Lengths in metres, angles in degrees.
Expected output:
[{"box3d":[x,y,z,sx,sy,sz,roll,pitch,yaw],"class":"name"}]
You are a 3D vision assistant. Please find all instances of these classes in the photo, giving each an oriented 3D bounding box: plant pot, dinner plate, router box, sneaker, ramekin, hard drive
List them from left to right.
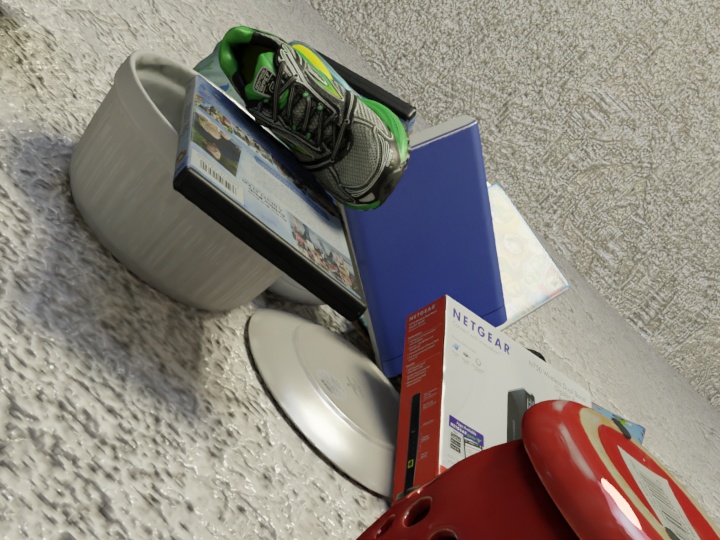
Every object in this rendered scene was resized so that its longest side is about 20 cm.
[{"box3d":[-0.126,-0.062,0.704,0.200,0.105,0.200,41,16,-14],"class":"ramekin"},{"box3d":[-0.042,-0.114,0.681,0.200,0.078,0.085,43,18,33],"class":"sneaker"},{"box3d":[-0.010,0.099,0.745,0.200,0.024,0.200,40,16,-14],"class":"dinner plate"},{"box3d":[0.056,-0.017,0.791,0.025,0.131,0.201,41,-30,55],"class":"hard drive"},{"box3d":[0.116,0.145,0.755,0.199,0.049,0.180,33,45,-30],"class":"router box"},{"box3d":[0.108,0.188,0.528,0.200,0.183,0.201,38,16,-13],"class":"plant pot"}]

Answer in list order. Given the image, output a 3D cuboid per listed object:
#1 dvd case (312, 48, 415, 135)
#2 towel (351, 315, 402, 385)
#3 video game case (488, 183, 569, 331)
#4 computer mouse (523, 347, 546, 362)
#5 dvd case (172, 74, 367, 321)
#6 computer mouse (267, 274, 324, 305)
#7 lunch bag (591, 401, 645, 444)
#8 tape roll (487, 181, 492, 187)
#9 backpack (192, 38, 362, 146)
[{"box3d":[-0.012,-0.136,0.986,0.142,0.018,0.200,34,-28,16],"class":"dvd case"},{"box3d":[0.071,0.073,0.948,0.147,0.022,0.200,51,24,1],"class":"towel"},{"box3d":[0.115,0.000,0.963,0.199,0.018,0.144,-26,78,-33],"class":"video game case"},{"box3d":[0.153,0.087,0.951,0.200,0.058,0.034,34,60,-63],"class":"computer mouse"},{"box3d":[-0.063,-0.056,0.621,0.142,0.018,0.200,39,16,-24],"class":"dvd case"},{"box3d":[0.000,0.000,0.837,0.109,0.199,0.044,-15,-91,63],"class":"computer mouse"},{"box3d":[0.215,0.171,1.051,0.200,0.094,0.150,38,15,15],"class":"lunch bag"},{"box3d":[0.086,-0.059,1.113,0.202,0.071,0.203,29,-22,13],"class":"tape roll"},{"box3d":[-0.083,-0.130,0.880,0.200,0.151,0.178,38,-19,-4],"class":"backpack"}]
